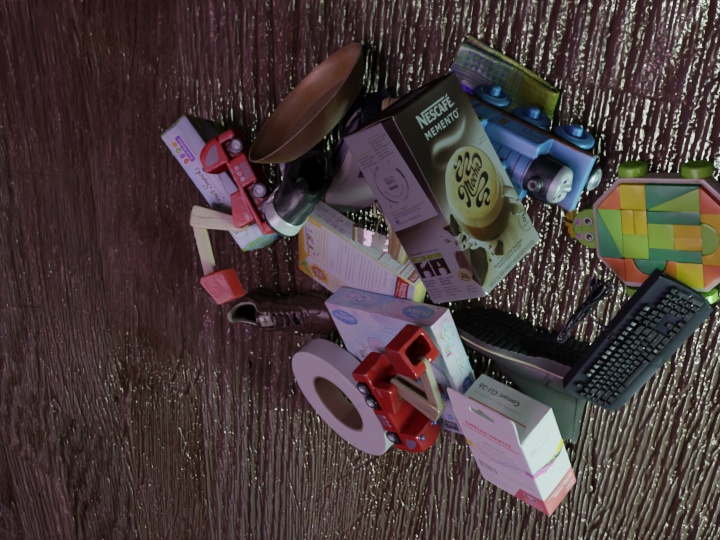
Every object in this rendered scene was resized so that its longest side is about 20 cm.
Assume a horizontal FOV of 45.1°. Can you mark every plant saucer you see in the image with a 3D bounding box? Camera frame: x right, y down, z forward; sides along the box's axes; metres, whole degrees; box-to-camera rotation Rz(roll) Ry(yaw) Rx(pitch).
[{"bbox_3d":[-0.060,-0.201,1.089,0.035,0.201,0.200,42,139,-23],"label":"plant saucer"}]

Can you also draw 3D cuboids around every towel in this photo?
[{"bbox_3d":[0.146,-0.161,1.042,0.143,0.023,0.200,37,131,20],"label":"towel"}]

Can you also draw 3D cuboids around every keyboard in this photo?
[{"bbox_3d":[0.289,0.075,0.981,0.127,0.021,0.200,29,128,2],"label":"keyboard"}]

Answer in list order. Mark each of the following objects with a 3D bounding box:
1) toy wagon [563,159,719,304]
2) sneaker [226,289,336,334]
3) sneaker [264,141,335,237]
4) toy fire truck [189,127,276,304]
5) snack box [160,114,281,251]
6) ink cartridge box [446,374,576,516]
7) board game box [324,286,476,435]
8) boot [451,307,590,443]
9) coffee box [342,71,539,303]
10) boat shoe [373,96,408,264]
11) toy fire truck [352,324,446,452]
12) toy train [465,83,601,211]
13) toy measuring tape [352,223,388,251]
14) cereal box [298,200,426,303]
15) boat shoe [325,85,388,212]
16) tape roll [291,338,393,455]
[{"bbox_3d":[0.314,-0.042,0.955,0.199,0.040,0.156,5,115,37],"label":"toy wagon"},{"bbox_3d":[-0.120,0.075,1.345,0.200,0.075,0.071,3,114,39],"label":"sneaker"},{"bbox_3d":[-0.066,-0.133,1.123,0.066,0.200,0.090,34,129,-20],"label":"sneaker"},{"bbox_3d":[-0.175,-0.072,1.152,0.141,0.049,0.200,-28,88,12],"label":"toy fire truck"},{"bbox_3d":[-0.187,-0.125,1.248,0.053,0.142,0.200,-37,87,13],"label":"snack box"},{"bbox_3d":[0.193,0.211,1.106,0.116,0.067,0.200,23,149,43],"label":"ink cartridge box"},{"bbox_3d":[0.064,0.123,1.191,0.200,0.043,0.199,11,135,45],"label":"board game box"},{"bbox_3d":[0.200,0.139,1.124,0.200,0.077,0.139,23,130,30],"label":"boot"},{"bbox_3d":[0.085,-0.082,0.883,0.080,0.113,0.200,-13,113,50],"label":"coffee box"},{"bbox_3d":[0.049,-0.107,1.039,0.062,0.073,0.201,10,107,12],"label":"boat shoe"},{"bbox_3d":[0.064,0.160,1.129,0.141,0.049,0.200,1,128,50],"label":"toy fire truck"},{"bbox_3d":[0.163,-0.134,0.949,0.200,0.114,0.087,33,129,22],"label":"toy train"},{"bbox_3d":[0.089,-0.034,1.116,0.199,0.074,0.074,16,122,23],"label":"toy measuring tape"},{"bbox_3d":[0.000,0.000,1.203,0.200,0.040,0.144,34,149,17],"label":"cereal box"},{"bbox_3d":[0.000,-0.158,1.141,0.200,0.074,0.093,126,146,-60],"label":"boat shoe"},{"bbox_3d":[-0.022,0.191,1.308,0.203,0.037,0.203,36,150,25],"label":"tape roll"}]
